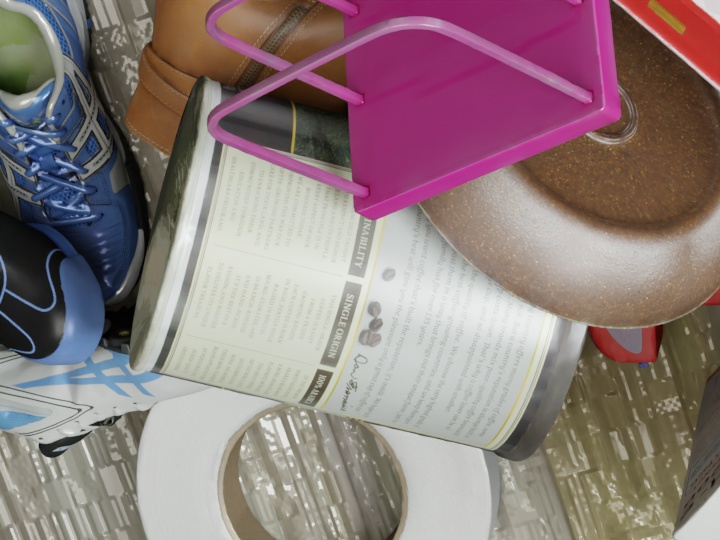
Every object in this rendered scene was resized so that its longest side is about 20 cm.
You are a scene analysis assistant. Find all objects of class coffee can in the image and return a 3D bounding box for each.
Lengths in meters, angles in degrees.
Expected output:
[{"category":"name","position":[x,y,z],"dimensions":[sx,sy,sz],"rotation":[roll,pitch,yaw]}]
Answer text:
[{"category":"coffee can","position":[0.000,0.000,1.026],"dimensions":[0.198,0.147,0.147],"rotation":[14,108,-10]}]

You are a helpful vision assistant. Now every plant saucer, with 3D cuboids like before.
[{"category":"plant saucer","position":[0.105,-0.069,0.991],"dimensions":[0.200,0.201,0.037],"rotation":[39,141,-1]}]

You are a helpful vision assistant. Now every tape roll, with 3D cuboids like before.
[{"category":"tape roll","position":[-0.024,0.118,1.148],"dimensions":[0.201,0.037,0.204],"rotation":[3,106,11]}]

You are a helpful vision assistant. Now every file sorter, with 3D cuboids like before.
[{"category":"file sorter","position":[0.011,-0.150,0.898],"dimensions":[0.138,0.125,0.202],"rotation":[-21,61,37]}]

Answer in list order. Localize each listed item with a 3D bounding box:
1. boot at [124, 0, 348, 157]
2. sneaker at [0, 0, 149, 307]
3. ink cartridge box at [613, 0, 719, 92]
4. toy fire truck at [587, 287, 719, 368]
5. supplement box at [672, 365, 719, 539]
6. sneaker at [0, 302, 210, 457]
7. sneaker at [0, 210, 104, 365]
[{"category":"boot","position":[-0.015,-0.097,1.078],"dimensions":[0.199,0.074,0.155],"rotation":[30,116,2]},{"category":"sneaker","position":[-0.168,-0.071,1.106],"dimensions":[0.075,0.077,0.201],"rotation":[-14,104,13]},{"category":"ink cartridge box","position":[0.205,-0.100,0.967],"dimensions":[0.200,0.176,0.045],"rotation":[40,112,-1]},{"category":"toy fire truck","position":[0.213,0.046,1.073],"dimensions":[0.198,0.049,0.142],"rotation":[-2,106,13]},{"category":"supplement box","position":[0.219,0.096,0.953],"dimensions":[0.126,0.200,0.074],"rotation":[38,112,-1]},{"category":"sneaker","position":[-0.144,0.061,1.128],"dimensions":[0.199,0.072,0.073],"rotation":[-7,105,31]},{"category":"sneaker","position":[-0.220,-0.012,1.091],"dimensions":[0.200,0.078,0.071],"rotation":[35,112,31]}]
